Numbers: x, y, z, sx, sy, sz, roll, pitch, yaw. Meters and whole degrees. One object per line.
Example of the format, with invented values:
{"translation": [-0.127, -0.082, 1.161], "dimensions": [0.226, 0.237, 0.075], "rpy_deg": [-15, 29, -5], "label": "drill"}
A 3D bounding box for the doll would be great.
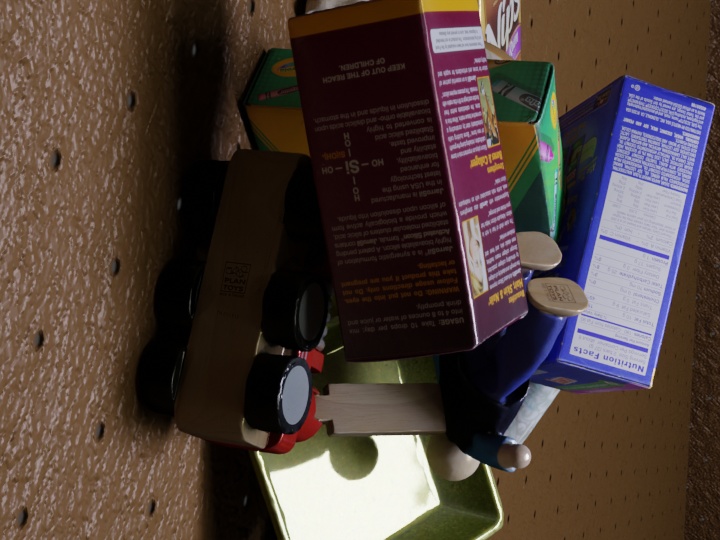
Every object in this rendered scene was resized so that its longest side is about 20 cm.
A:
{"translation": [0.087, 0.074, 1.021], "dimensions": [0.137, 0.048, 0.201], "rpy_deg": [65, -35, 37], "label": "doll"}

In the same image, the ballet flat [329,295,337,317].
{"translation": [0.000, 0.000, 1.146], "dimensions": [0.201, 0.066, 0.067], "rpy_deg": [-62, 147, -45], "label": "ballet flat"}

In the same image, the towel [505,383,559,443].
{"translation": [0.152, 0.076, 1.377], "dimensions": [0.172, 0.048, 0.200], "rpy_deg": [-59, -171, 4], "label": "towel"}

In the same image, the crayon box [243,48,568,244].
{"translation": [0.034, -0.082, 1.016], "dimensions": [0.119, 0.198, 0.059], "rpy_deg": [74, 28, -47], "label": "crayon box"}

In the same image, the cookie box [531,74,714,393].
{"translation": [0.170, -0.018, 1.088], "dimensions": [0.171, 0.075, 0.202], "rpy_deg": [150, -45, -79], "label": "cookie box"}

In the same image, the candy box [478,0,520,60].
{"translation": [0.093, -0.178, 1.258], "dimensions": [0.117, 0.056, 0.202], "rpy_deg": [-50, 140, -56], "label": "candy box"}

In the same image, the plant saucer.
{"translation": [-0.003, 0.128, 1.075], "dimensions": [0.199, 0.048, 0.202], "rpy_deg": [-24, 101, -40], "label": "plant saucer"}

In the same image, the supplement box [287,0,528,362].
{"translation": [0.031, -0.057, 0.897], "dimensions": [0.110, 0.085, 0.202], "rpy_deg": [-24, 105, -66], "label": "supplement box"}

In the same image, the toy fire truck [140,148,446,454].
{"translation": [-0.026, 0.036, 0.974], "dimensions": [0.200, 0.128, 0.178], "rpy_deg": [38, 61, -63], "label": "toy fire truck"}

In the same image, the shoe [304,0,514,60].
{"translation": [0.046, -0.145, 1.086], "dimensions": [0.070, 0.199, 0.054], "rpy_deg": [-49, -170, 46], "label": "shoe"}
